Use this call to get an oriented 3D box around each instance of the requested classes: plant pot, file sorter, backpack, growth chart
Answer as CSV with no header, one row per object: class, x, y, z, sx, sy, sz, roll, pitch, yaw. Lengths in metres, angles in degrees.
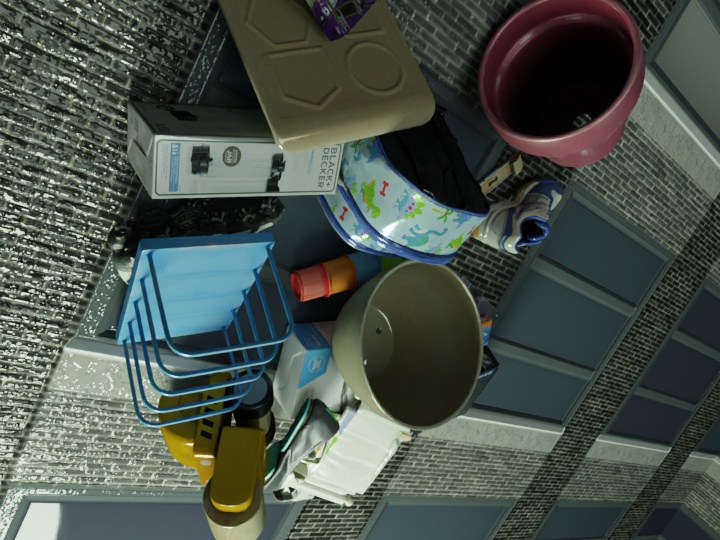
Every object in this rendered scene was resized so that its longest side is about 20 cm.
plant pot,0.275,-0.230,0.820,0.202,0.199,0.178,-55,148,7
file sorter,-0.172,0.069,0.663,0.136,0.125,0.200,-5,151,-32
backpack,0.045,-0.099,0.717,0.180,0.202,0.148,8,132,-39
growth chart,-0.016,0.265,0.907,0.144,0.018,0.201,34,105,-19

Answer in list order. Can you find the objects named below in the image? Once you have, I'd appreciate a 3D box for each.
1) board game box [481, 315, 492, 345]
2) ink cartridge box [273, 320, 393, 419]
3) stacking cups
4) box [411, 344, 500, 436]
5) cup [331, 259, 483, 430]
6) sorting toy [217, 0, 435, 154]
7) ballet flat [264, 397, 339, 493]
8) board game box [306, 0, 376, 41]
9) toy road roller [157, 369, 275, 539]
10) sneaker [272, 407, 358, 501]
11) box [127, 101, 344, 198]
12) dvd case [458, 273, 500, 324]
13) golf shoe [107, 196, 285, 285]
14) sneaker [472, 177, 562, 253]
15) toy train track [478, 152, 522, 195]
board game box,0.132,0.146,1.028,0.197,0.019,0.105,-15,126,-28
ink cartridge box,-0.020,0.139,0.906,0.197,0.067,0.118,-1,117,-35
stacking cups,0.000,0.000,0.848,0.196,0.061,0.062,-16,126,-22
box,0.114,0.209,1.005,0.197,0.044,0.162,-14,145,-29
cup,0.041,0.092,0.798,0.197,0.142,0.205,3,85,-35
sorting toy,-0.036,-0.223,0.627,0.182,0.204,0.036,-17,169,-25
ballet flat,-0.091,0.257,0.847,0.072,0.074,0.201,13,126,-39
board game box,-0.042,-0.338,0.575,0.201,0.032,0.121,54,53,-32
toy road roller,-0.184,0.225,0.767,0.142,0.203,0.124,3,140,-3
sneaker,-0.052,0.283,0.973,0.088,0.074,0.201,25,111,-42
box,-0.128,-0.125,0.636,0.196,0.116,0.061,-7,121,-33
dvd case,0.141,0.119,1.042,0.201,0.016,0.148,-51,133,2
golf shoe,-0.179,-0.038,0.696,0.197,0.078,0.095,-19,147,-25
sneaker,0.260,-0.077,0.943,0.198,0.088,0.076,-30,137,-32
toy train track,0.172,-0.104,0.916,0.199,0.032,0.116,-39,132,-10
